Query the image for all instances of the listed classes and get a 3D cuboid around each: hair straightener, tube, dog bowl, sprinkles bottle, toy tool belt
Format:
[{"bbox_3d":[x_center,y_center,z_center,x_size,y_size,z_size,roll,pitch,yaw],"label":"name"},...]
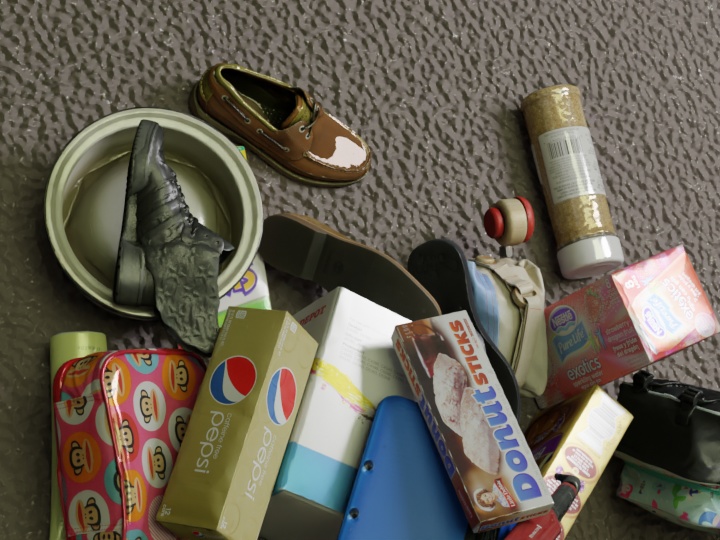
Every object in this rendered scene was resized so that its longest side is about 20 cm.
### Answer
[{"bbox_3d":[0.150,0.233,1.505,0.041,0.077,0.200,28,25,8],"label":"hair straightener"},{"bbox_3d":[-0.242,0.156,1.511,0.058,0.052,0.202,-7,77,11],"label":"tube"},{"bbox_3d":[-0.192,-0.044,1.572,0.199,0.074,0.202,4,72,-13],"label":"dog bowl"},{"bbox_3d":[0.225,-0.095,1.826,0.068,0.068,0.201,-5,74,-28],"label":"sprinkles bottle"},{"bbox_3d":[0.115,0.031,1.689,0.122,0.125,0.202,-5,94,-22],"label":"toy tool belt"}]

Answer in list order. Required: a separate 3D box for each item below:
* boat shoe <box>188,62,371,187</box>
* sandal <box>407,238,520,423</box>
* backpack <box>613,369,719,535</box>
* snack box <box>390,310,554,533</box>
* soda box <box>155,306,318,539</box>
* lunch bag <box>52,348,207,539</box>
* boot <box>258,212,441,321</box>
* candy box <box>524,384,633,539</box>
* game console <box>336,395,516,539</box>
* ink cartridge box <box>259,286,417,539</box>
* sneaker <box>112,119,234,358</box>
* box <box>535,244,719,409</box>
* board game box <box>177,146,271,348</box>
[{"bbox_3d":[-0.070,-0.142,1.693,0.199,0.068,0.072,21,62,-20],"label":"boat shoe"},{"bbox_3d":[0.091,0.070,1.632,0.201,0.076,0.043,67,18,-1],"label":"sandal"},{"bbox_3d":[0.366,0.190,1.735,0.199,0.177,0.152,7,94,-33],"label":"backpack"},{"bbox_3d":[0.094,0.127,1.477,0.071,0.024,0.201,-11,58,-21],"label":"snack box"},{"bbox_3d":[-0.103,0.135,1.455,0.068,0.064,0.201,50,51,-52],"label":"soda box"},{"bbox_3d":[-0.179,0.167,1.489,0.176,0.082,0.202,4,77,-54],"label":"lunch bag"},{"bbox_3d":[0.000,0.000,1.642,0.199,0.074,0.075,32,20,14],"label":"boot"},{"bbox_3d":[0.174,0.213,1.661,0.056,0.117,0.200,39,59,-9],"label":"candy box"},{"bbox_3d":[0.068,0.237,1.492,0.117,0.171,0.201,6,60,23],"label":"game console"},{"bbox_3d":[-0.016,0.147,1.569,0.145,0.147,0.201,25,63,-19],"label":"ink cartridge box"},{"bbox_3d":[-0.159,-0.028,1.507,0.103,0.060,0.201,8,77,-9],"label":"sneaker"},{"bbox_3d":[0.247,0.060,1.705,0.102,0.200,0.095,-21,83,-30],"label":"box"},{"bbox_3d":[-0.142,-0.021,1.639,0.095,0.030,0.202,-3,76,-27],"label":"board game box"}]
